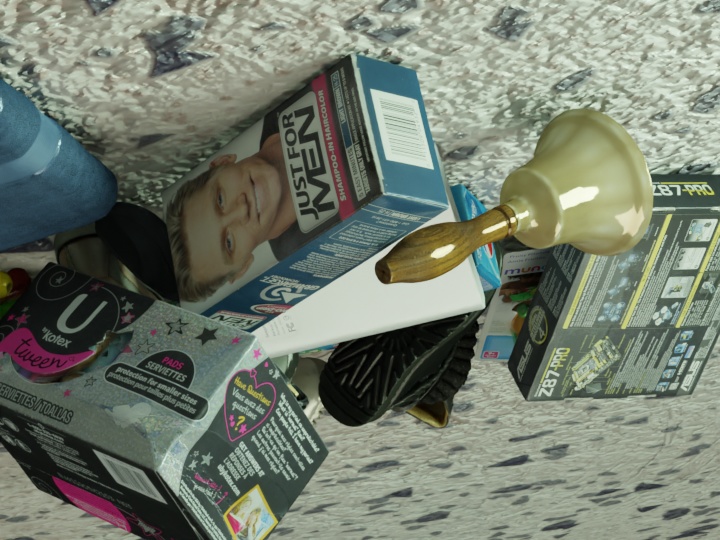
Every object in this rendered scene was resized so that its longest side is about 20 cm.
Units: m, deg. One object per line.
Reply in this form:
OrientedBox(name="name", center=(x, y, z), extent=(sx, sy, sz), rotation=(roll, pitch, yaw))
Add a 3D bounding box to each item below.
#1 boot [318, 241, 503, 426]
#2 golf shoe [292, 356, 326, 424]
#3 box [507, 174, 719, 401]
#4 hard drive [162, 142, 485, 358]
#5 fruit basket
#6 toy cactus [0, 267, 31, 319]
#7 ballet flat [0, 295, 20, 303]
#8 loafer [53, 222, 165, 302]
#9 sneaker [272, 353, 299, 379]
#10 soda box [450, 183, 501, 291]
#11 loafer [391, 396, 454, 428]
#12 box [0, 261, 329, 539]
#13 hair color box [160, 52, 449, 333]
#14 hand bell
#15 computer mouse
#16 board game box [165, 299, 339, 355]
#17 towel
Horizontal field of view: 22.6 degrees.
OrientedBox(name="boot", center=(0.065, 0.036, 1.468), extent=(0.211, 0.079, 0.158), rotation=(-48, 161, 26))
OrientedBox(name="golf shoe", center=(-0.120, 0.125, 1.654), extent=(0.200, 0.079, 0.097), rotation=(-23, 151, 30))
OrientedBox(name="box", center=(0.220, 0.016, 1.417), extent=(0.161, 0.049, 0.200), rotation=(-3, 131, -24))
OrientedBox(name="hard drive", center=(-0.025, -0.008, 1.282), extent=(0.199, 0.025, 0.132), rotation=(-14, 121, 11))
OrientedBox(name="fruit basket", center=(0.197, 0.029, 1.508), extent=(0.184, 0.094, 0.200), rotation=(-7, 157, -9))
OrientedBox(name="toy cactus", center=(-0.320, 0.016, 1.255), extent=(0.199, 0.103, 0.165), rotation=(-6, 179, -17))
OrientedBox(name="ballet flat", center=(-0.285, 0.077, 1.308), extent=(0.063, 0.200, 0.069), rotation=(10, 123, 21))
OrientedBox(name="loafer", center=(-0.183, 0.034, 1.334), extent=(0.072, 0.063, 0.200), rotation=(-14, 151, -1))
OrientedBox(name="sneaker", center=(-0.134, 0.097, 1.398), extent=(0.200, 0.074, 0.079), rotation=(-23, 166, -22))
OrientedBox(name="soda box", center=(0.000, 0.000, 1.361), extent=(0.199, 0.068, 0.064), rotation=(-16, 160, 16))
OrientedBox(name="loafer", center=(0.038, 0.092, 1.634), extent=(0.073, 0.073, 0.200), rotation=(-18, 158, 26))
OrientedBox(name="box", center=(-0.144, 0.093, 1.183), extent=(0.200, 0.115, 0.132), rotation=(16, 148, 37))
OrientedBox(name="hair color box", center=(-0.041, -0.045, 1.151), extent=(0.060, 0.100, 0.200), rotation=(9, 149, -42))
OrientedBox(name="hand bell", center=(0.086, -0.031, 1.166), extent=(0.200, 0.104, 0.104), rotation=(-22, 171, -38))
OrientedBox(name="computer mouse", center=(-0.104, 0.020, 1.229), extent=(0.034, 0.200, 0.059), rotation=(-47, 174, 8))
OrientedBox(name="board game box", center=(-0.086, 0.044, 1.492), extent=(0.199, 0.035, 0.126), rotation=(-10, 161, 2))
OrientedBox(name="towel", center=(-0.231, -0.070, 1.082), extent=(0.111, 0.049, 0.200), rotation=(-14, 160, 13))
